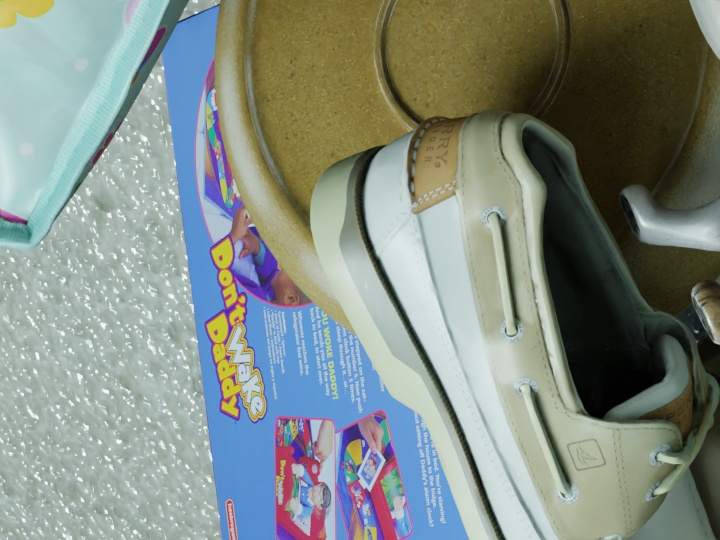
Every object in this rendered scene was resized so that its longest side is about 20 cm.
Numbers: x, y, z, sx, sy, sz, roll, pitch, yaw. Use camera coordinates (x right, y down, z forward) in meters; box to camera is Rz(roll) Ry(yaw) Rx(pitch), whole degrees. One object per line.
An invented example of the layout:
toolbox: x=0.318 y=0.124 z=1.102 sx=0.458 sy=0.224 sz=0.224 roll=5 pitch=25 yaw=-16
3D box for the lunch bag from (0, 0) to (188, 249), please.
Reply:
lunch bag: x=-0.075 y=-0.132 z=0.750 sx=0.122 sy=0.170 sz=0.201 roll=29 pitch=108 yaw=-9

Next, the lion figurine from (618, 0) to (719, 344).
lion figurine: x=0.117 y=-0.072 z=0.756 sx=0.072 sy=0.122 sz=0.201 roll=-165 pitch=53 yaw=-85

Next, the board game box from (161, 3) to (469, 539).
board game box: x=0.000 y=0.000 z=0.917 sx=0.134 sy=0.045 sz=0.201 roll=-17 pitch=77 yaw=49

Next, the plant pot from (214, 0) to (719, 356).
plant pot: x=0.037 y=-0.068 z=0.833 sx=0.199 sy=0.027 sz=0.201 roll=-2 pitch=86 yaw=27

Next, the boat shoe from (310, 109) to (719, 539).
boat shoe: x=0.064 y=0.045 z=0.782 sx=0.068 sy=0.075 sz=0.200 roll=-22 pitch=113 yaw=32

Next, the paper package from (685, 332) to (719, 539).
paper package: x=0.164 y=0.127 z=0.886 sx=0.190 sy=0.103 sz=0.201 roll=31 pitch=137 yaw=22
